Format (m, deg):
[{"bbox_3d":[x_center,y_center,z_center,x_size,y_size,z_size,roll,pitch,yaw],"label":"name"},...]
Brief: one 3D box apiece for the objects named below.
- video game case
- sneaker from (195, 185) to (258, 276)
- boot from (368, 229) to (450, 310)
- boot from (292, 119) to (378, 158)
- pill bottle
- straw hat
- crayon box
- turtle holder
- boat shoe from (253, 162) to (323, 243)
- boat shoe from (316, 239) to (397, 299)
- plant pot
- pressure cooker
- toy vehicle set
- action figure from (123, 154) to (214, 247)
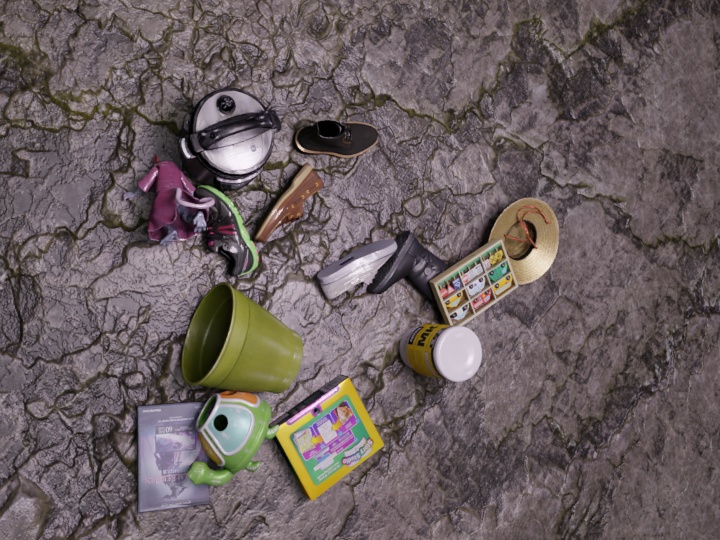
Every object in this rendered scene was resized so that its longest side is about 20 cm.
[{"bbox_3d":[-0.370,0.366,1.462,0.139,0.019,0.206,0,87,-23],"label":"video game case"},{"bbox_3d":[-0.279,-0.080,1.490,0.083,0.076,0.203,-33,99,-25],"label":"sneaker"},{"bbox_3d":[0.133,0.035,1.674,0.199,0.065,0.166,41,80,-24],"label":"boot"},{"bbox_3d":[-0.030,-0.287,1.571,0.196,0.138,0.080,-13,92,-24],"label":"boot"},{"bbox_3d":[0.167,0.174,1.602,0.112,0.199,0.118,1,87,-23],"label":"pill bottle"},{"bbox_3d":[0.374,-0.077,1.762,0.196,0.085,0.207,-4,105,-15],"label":"straw hat"},{"bbox_3d":[-0.072,0.352,1.569,0.198,0.058,0.175,-32,101,-21],"label":"crayon box"},{"bbox_3d":[-0.261,0.322,1.452,0.131,0.142,0.186,35,106,-23],"label":"turtle holder"},{"bbox_3d":[-0.148,-0.133,1.550,0.067,0.072,0.202,40,71,-14],"label":"boat shoe"},{"bbox_3d":[0.000,0.000,1.614,0.197,0.071,0.071,-30,115,-22],"label":"boat shoe"},{"bbox_3d":[-0.221,0.153,1.454,0.190,0.199,0.205,24,78,-31],"label":"plant pot"},{"bbox_3d":[-0.261,-0.258,1.438,0.176,0.199,0.179,29,76,-19],"label":"pressure cooker"},{"bbox_3d":[0.259,0.031,1.679,0.198,0.026,0.126,-32,110,-16],"label":"toy vehicle set"},{"bbox_3d":[-0.371,-0.152,1.414,0.131,0.150,0.203,-4,57,-31],"label":"action figure"}]
